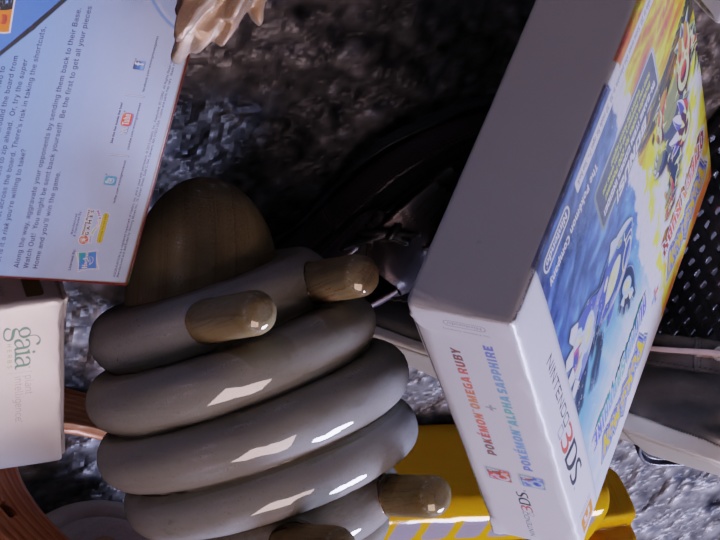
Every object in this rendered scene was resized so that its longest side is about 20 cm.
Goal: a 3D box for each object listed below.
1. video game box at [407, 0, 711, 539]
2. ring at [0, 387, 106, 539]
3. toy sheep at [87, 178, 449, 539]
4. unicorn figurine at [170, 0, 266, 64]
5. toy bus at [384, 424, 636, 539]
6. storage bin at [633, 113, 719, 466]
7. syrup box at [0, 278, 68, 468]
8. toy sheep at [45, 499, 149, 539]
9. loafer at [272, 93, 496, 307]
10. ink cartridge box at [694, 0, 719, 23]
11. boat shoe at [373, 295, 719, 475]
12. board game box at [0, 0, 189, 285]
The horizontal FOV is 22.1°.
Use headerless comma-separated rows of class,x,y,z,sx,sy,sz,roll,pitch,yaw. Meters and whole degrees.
video game box,0.088,-0.016,0.734,0.047,0.200,0.182,13,152,20
ring,-0.093,0.112,0.790,0.200,0.200,0.019,20,107,-43
toy sheep,-0.039,0.061,0.719,0.138,0.200,0.138,-15,-175,1
unicorn figurine,-0.039,-0.171,0.559,0.137,0.074,0.200,-25,141,-16
toy bus,0.062,0.126,0.998,0.200,0.065,0.078,2,136,-28
storage bin,0.212,0.000,0.890,0.135,0.094,0.200,5,137,-32
syrup box,-0.217,0.033,0.710,0.200,0.081,0.079,-8,125,-20
toy sheep,-0.125,0.179,0.913,0.138,0.138,0.200,-7,147,-19
loafer,0.000,0.000,0.806,0.200,0.063,0.072,-32,143,14
ink cartridge box,0.228,-0.188,0.665,0.199,0.041,0.200,-16,146,-31
boat shoe,0.093,0.039,0.849,0.057,0.200,0.067,-67,156,-11
board game box,-0.104,-0.089,0.620,0.103,0.019,0.200,4,116,-32
